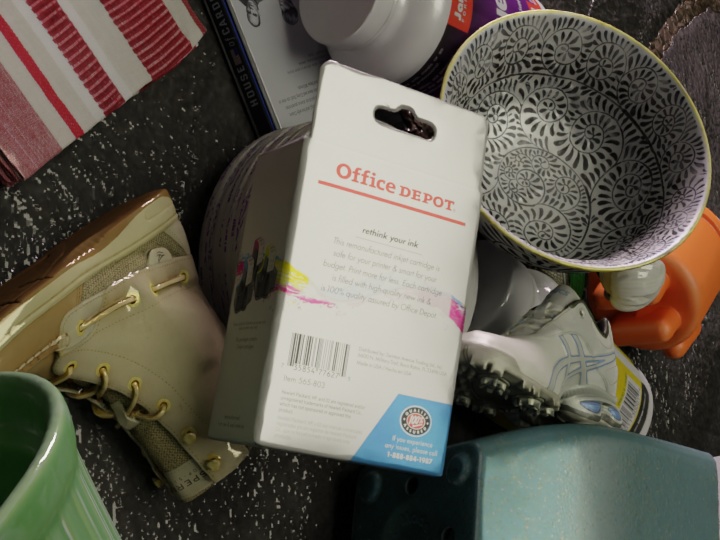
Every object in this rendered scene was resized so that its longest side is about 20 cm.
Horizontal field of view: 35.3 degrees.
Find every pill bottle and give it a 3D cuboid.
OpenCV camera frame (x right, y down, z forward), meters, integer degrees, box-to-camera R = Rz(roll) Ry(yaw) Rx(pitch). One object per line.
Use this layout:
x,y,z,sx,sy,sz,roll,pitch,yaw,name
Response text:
0.051,-0.179,0.834,0.199,0.112,0.114,9,70,-49,pill bottle
0.134,0.071,0.886,0.200,0.114,0.115,42,48,-33,pill bottle

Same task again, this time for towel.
-0.182,-0.154,0.656,0.145,0.023,0.200,57,40,-17,towel

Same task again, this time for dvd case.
-0.047,-0.178,0.825,0.150,0.025,0.202,-29,101,-51,dvd case

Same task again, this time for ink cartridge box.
-0.004,0.002,0.619,0.114,0.068,0.202,15,79,-28,ink cartridge box

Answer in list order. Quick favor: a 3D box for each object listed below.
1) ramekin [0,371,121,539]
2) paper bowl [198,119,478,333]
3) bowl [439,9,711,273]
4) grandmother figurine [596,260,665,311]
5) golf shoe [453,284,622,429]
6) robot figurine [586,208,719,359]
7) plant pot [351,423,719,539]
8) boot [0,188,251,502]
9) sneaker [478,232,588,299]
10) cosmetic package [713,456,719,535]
-0.179,0.136,0.424,0.200,0.198,0.098,-51,123,-46,ramekin
0.000,0.000,0.737,0.200,0.104,0.203,5,83,-47,paper bowl
0.136,-0.073,0.799,0.198,0.094,0.203,6,64,-13,bowl
0.208,-0.022,0.976,0.122,0.060,0.200,61,5,-25,grandmother figurine
0.113,0.052,0.751,0.199,0.078,0.098,25,71,-54,golf shoe
0.293,-0.001,1.101,0.144,0.117,0.200,40,40,8,robot figurine
0.100,0.201,0.746,0.199,0.195,0.198,27,57,-34,plant pot
-0.133,0.066,0.600,0.156,0.072,0.200,62,37,-16,boot
0.123,-0.041,0.952,0.085,0.078,0.201,-29,96,-23,sneaker
0.223,0.216,0.875,0.082,0.199,0.113,59,38,-18,cosmetic package
